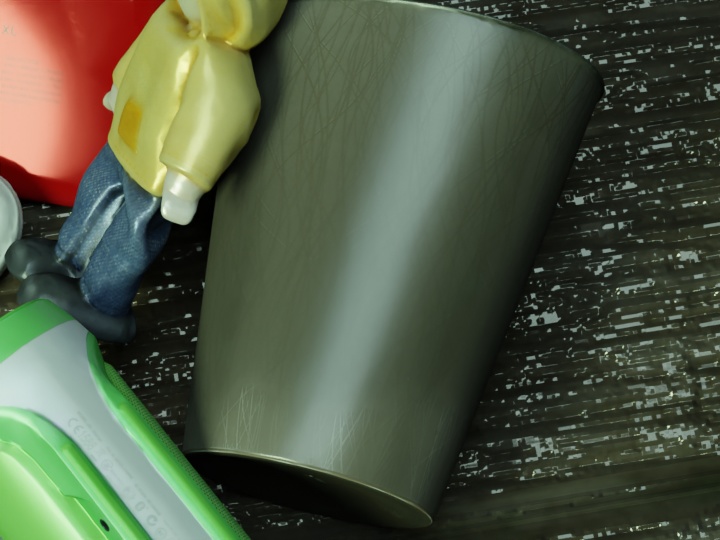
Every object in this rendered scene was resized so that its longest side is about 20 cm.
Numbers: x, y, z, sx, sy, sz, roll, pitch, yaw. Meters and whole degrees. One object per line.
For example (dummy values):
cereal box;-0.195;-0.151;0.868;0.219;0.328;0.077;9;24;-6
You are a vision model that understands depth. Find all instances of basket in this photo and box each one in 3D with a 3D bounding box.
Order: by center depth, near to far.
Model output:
basket;0.000;0.000;1.131;0.180;0.136;0.201;5;73;36

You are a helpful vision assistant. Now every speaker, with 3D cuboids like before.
speaker;-0.096;0.111;1.075;0.088;0.088;0.200;-38;84;-13

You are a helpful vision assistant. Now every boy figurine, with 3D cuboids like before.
boy figurine;-0.084;-0.066;1.116;0.064;0.201;0.125;16;25;-24

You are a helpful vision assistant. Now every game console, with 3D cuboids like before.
game console;-0.180;-0.131;1.240;0.199;0.119;0.173;9;101;4

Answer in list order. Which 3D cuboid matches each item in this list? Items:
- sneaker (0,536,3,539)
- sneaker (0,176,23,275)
sneaker;-0.155;0.122;1.118;0.082;0.070;0.200;-41;76;-12
sneaker;-0.246;-0.004;1.127;0.198;0.130;0.080;-12;81;-4
